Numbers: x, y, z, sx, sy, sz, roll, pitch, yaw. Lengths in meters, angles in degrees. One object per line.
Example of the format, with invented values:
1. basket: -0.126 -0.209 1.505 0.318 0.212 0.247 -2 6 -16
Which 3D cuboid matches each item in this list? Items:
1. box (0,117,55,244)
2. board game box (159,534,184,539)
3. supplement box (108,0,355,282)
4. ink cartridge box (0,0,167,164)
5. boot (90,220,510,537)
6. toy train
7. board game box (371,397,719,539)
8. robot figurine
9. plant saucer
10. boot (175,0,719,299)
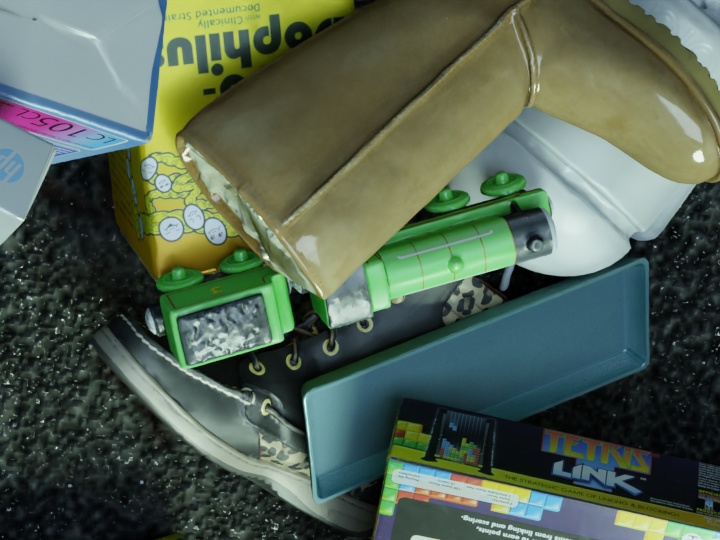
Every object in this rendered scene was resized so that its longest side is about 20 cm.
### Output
1. box: -0.233 -0.041 1.041 0.156 0.200 0.041 27 63 -16
2. board game box: -0.164 0.243 1.242 0.199 0.057 0.166 -16 107 -10
3. supplement box: -0.065 -0.109 1.153 0.108 0.110 0.201 -9 107 -12
4. ink cartridge box: -0.198 -0.095 1.082 0.136 0.200 0.077 18 74 -38
5. boot: -0.023 0.034 1.209 0.200 0.073 0.151 35 95 -34
6. toy train: 0.000 0.000 1.113 0.199 0.056 0.042 -16 111 -11
7. board game box: 0.099 0.162 1.198 0.199 0.057 0.166 13 123 2
8. robot figurine: 0.118 -0.080 1.208 0.200 0.113 0.169 -51 129 3
9. plant saucer: 0.058 0.051 1.215 0.199 0.019 0.070 -20 127 -21
10. boot: 0.046 -0.054 1.089 0.200 0.066 0.175 -40 78 -19
